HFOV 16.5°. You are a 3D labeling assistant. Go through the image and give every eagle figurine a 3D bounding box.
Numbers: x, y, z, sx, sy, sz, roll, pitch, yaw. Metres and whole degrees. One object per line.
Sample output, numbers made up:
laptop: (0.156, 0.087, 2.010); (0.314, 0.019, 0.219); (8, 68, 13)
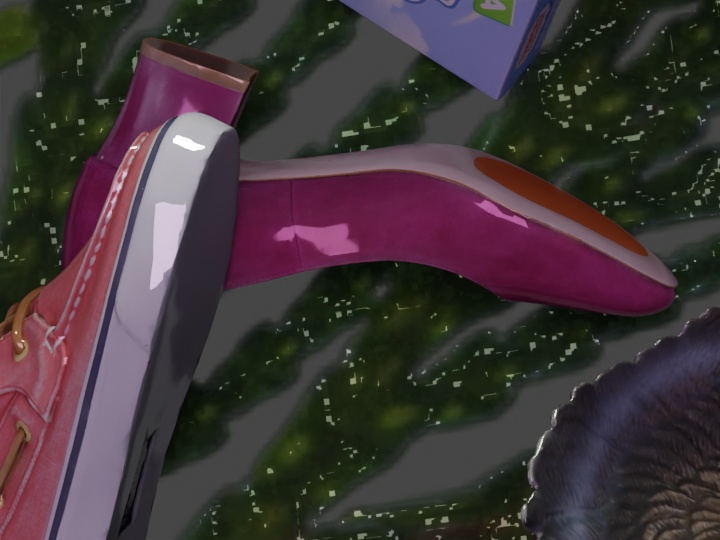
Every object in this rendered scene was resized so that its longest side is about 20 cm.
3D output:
eagle figurine: (0.131, 0.082, 0.751); (0.200, 0.151, 0.152); (-25, 90, -7)

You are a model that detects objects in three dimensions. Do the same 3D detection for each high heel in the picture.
high heel: (0.000, 0.000, 0.827); (0.200, 0.067, 0.096); (20, 103, -1)

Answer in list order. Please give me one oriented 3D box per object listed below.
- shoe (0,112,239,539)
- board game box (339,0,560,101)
shoe: (-0.105, 0.034, 0.796); (0.091, 0.071, 0.200); (20, 110, 10)
board game box: (-0.012, -0.162, 0.805); (0.200, 0.151, 0.037); (32, 55, 9)
